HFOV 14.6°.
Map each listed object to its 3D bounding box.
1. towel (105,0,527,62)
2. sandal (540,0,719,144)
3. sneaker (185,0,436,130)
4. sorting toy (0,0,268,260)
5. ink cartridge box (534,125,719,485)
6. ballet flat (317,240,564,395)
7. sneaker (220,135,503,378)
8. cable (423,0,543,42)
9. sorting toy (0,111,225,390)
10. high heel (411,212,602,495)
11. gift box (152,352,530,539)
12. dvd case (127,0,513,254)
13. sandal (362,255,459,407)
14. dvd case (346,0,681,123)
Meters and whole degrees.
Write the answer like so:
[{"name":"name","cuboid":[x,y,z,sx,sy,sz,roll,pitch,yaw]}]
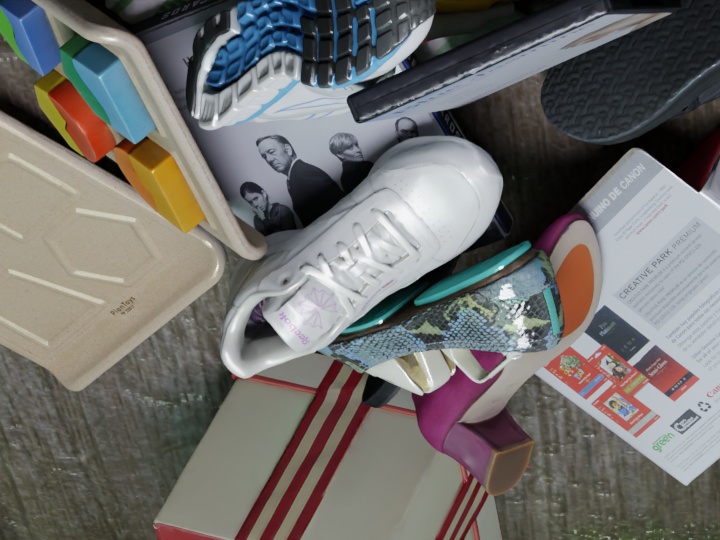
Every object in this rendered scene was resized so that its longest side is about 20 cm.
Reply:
[{"name":"towel","cuboid":[-0.025,-0.145,1.587,0.200,0.023,0.153,29,136,-23]},{"name":"sandal","cuboid":[0.188,-0.119,1.544,0.200,0.075,0.048,-25,147,34]},{"name":"sneaker","cuboid":[-0.008,-0.119,1.446,0.087,0.075,0.200,4,171,-31]},{"name":"sorting toy","cuboid":[-0.148,-0.098,1.569,0.185,0.036,0.200,36,164,43]},{"name":"ink cartridge box","cuboid":[0.191,0.006,1.666,0.176,0.084,0.200,36,135,-7]},{"name":"ballet flat","cuboid":[0.043,0.038,1.601,0.074,0.074,0.200,32,154,-25]},{"name":"sneaker","cuboid":[0.000,0.000,1.563,0.200,0.100,0.075,-35,109,32]},{"name":"cable","cuboid":[0.102,-0.148,1.514,0.200,0.050,0.097,-3,168,-8]},{"name":"sorting toy","cuboid":[-0.210,-0.021,1.752,0.200,0.037,0.185,34,134,-21]},{"name":"high heel","cuboid":[0.078,0.032,1.658,0.067,0.096,0.200,-8,130,-39]},{"name":"gift box","cuboid":[0.001,0.168,1.822,0.200,0.187,0.185,14,141,18]},{"name":"dvd case","cuboid":[-0.025,-0.078,1.591,0.150,0.025,0.200,-19,117,27]},{"name":"sandal","cuboid":[0.026,0.000,1.705,0.048,0.075,0.201,17,131,-5]},{"name":"dvd case","cuboid":[0.084,-0.114,1.458,0.143,0.200,0.018,-23,89,17]}]
